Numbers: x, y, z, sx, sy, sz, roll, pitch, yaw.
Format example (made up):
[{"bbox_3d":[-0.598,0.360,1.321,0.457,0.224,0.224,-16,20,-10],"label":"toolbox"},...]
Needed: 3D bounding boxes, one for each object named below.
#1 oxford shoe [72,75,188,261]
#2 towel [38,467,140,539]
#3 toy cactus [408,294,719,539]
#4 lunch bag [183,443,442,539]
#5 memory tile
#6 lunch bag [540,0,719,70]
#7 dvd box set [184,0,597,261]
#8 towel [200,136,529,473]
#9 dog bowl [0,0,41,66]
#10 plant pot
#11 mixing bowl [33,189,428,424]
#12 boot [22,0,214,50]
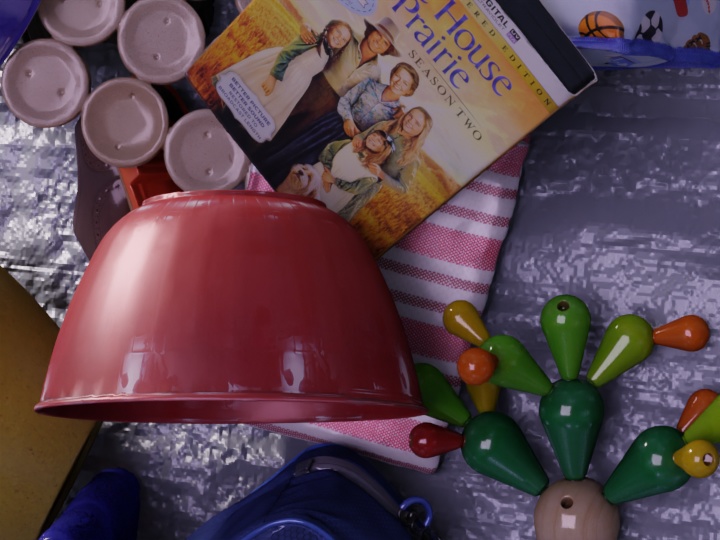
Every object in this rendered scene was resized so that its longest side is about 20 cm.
[{"bbox_3d":[-0.125,-0.008,1.211,0.072,0.071,0.201,-21,72,42],"label":"oxford shoe"},{"bbox_3d":[-0.159,0.197,1.150,0.049,0.200,0.149,18,97,0],"label":"towel"},{"bbox_3d":[0.113,0.096,1.075,0.199,0.102,0.166,0,101,13],"label":"toy cactus"},{"bbox_3d":[-0.038,0.188,1.114,0.200,0.132,0.136,-38,98,15],"label":"lunch bag"},{"bbox_3d":[-0.089,-0.120,1.163,0.199,0.017,0.154,23,93,-4],"label":"memory tile"},{"bbox_3d":[0.079,-0.188,1.080,0.199,0.123,0.171,5,92,39],"label":"lunch bag"},{"bbox_3d":[0.010,-0.099,1.050,0.147,0.029,0.200,52,135,0],"label":"dvd box set"},{"bbox_3d":[0.000,0.000,1.146,0.145,0.030,0.201,16,97,7],"label":"towel"},{"bbox_3d":[-0.232,-0.203,1.196,0.200,0.078,0.201,-42,37,42],"label":"dog bowl"},{"bbox_3d":[-0.230,0.089,1.200,0.141,0.200,0.201,27,101,-1],"label":"plant pot"},{"bbox_3d":[-0.063,0.020,1.053,0.199,0.200,0.109,-3,82,26],"label":"mixing bowl"},{"bbox_3d":[-0.149,-0.224,1.225,0.130,0.068,0.201,5,90,32],"label":"boot"}]
